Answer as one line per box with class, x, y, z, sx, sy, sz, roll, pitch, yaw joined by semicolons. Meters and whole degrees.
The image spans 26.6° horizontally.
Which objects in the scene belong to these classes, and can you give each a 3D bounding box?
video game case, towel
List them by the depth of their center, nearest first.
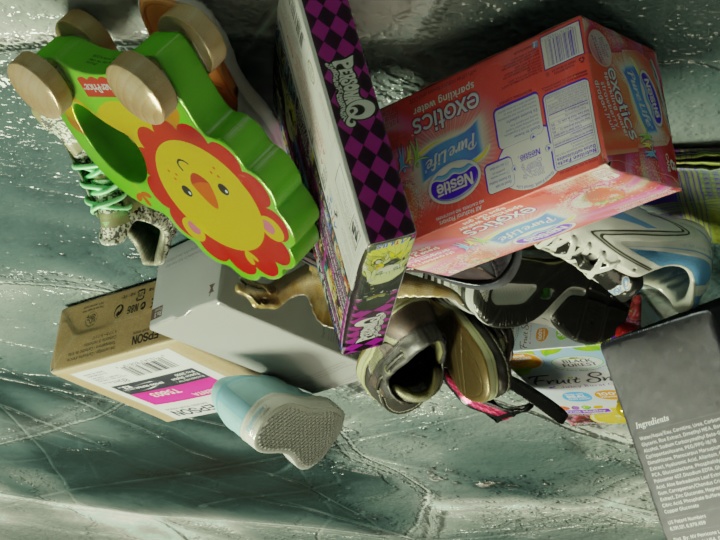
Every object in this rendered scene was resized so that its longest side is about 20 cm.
video game case;-0.016;-0.072;0.970;0.035;0.202;0.182;-11;158;-11
towel;0.197;-0.051;1.172;0.197;0.023;0.144;-1;154;17

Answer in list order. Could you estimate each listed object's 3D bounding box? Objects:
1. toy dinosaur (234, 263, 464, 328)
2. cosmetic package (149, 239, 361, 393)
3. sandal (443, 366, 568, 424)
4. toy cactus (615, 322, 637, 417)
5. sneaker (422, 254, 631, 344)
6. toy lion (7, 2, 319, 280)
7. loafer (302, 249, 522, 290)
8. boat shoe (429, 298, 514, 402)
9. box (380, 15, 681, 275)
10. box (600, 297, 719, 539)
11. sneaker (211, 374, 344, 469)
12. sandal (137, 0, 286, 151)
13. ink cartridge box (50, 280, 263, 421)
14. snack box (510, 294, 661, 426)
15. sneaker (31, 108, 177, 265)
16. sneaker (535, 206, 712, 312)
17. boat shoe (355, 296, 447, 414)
toy dinosaur;0.000;0.000;1.241;0.197;0.103;0.058;-1;157;20
cosmetic package;-0.079;0.038;1.379;0.199;0.082;0.112;27;149;-36
sandal;0.105;0.107;1.431;0.198;0.046;0.075;24;176;26
toy cactus;0.287;0.135;1.309;0.101;0.167;0.199;-25;143;28
sneaker;0.136;0.007;1.291;0.199;0.077;0.115;8;-170;-40
toy lion;-0.119;-0.077;1.001;0.199;0.069;0.193;9;138;47
loafer;0.025;-0.031;1.172;0.197;0.073;0.063;8;166;26
boat shoe;0.103;0.060;1.331;0.064;0.074;0.200;-8;-163;-10
box;0.099;-0.075;1.007;0.199;0.104;0.094;-22;158;38
box;0.319;0.118;1.210;0.195;0.203;0.117;-16;174;-43
sneaker;-0.077;0.130;1.433;0.082;0.074;0.200;38;179;23
sandal;-0.114;-0.115;1.050;0.078;0.060;0.207;18;159;25
ink cartridge box;-0.181;0.080;1.508;0.198;0.076;0.164;-16;146;40
snack box;0.231;0.089;1.440;0.140;0.054;0.200;-7;152;27
sneaker;-0.184;-0.067;1.159;0.076;0.090;0.200;-5;153;25
sneaker;0.177;-0.022;1.130;0.198;0.073;0.072;16;156;-18
boat shoe;0.040;0.085;1.314;0.071;0.067;0.202;-21;152;-12
